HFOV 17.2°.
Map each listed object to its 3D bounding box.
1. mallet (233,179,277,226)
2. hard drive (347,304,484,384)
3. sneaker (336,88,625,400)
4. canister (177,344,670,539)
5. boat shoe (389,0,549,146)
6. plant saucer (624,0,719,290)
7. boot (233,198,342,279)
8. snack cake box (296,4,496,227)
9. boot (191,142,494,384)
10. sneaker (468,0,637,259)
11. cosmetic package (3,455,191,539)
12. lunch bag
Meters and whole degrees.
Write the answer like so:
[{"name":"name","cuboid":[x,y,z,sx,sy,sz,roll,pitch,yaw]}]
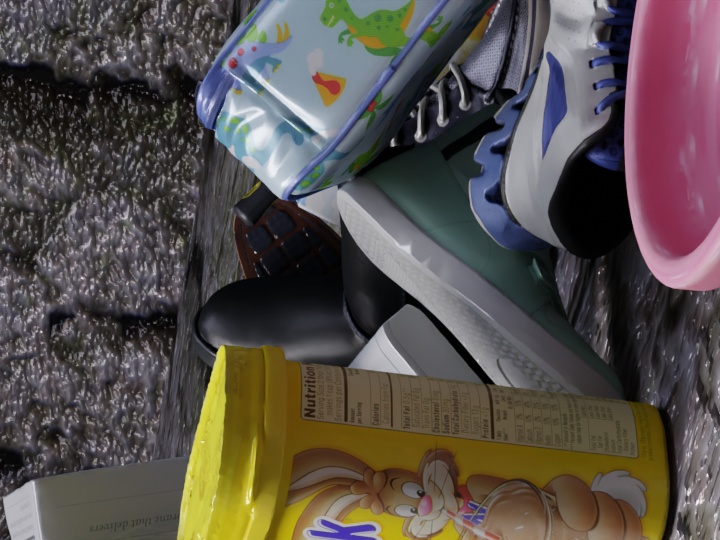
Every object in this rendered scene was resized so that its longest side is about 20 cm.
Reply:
[{"name":"mallet","cuboid":[0.005,-0.102,1.302,0.200,0.041,0.066,-50,14,-10]},{"name":"hard drive","cuboid":[0.041,0.098,1.270,0.027,0.132,0.200,-40,-5,-18]},{"name":"sneaker","cuboid":[0.089,-0.011,1.165,0.200,0.118,0.074,45,164,34]},{"name":"canister","cuboid":[0.025,0.107,1.073,0.149,0.199,0.087,108,165,-51]},{"name":"boat shoe","cuboid":[0.053,-0.088,1.373,0.075,0.092,0.201,-102,22,-65]},{"name":"plant saucer","cuboid":[0.152,-0.091,0.910,0.200,0.051,0.202,-172,90,-80]},{"name":"boot","cuboid":[-0.011,0.031,1.492,0.200,0.075,0.097,54,-174,-8]},{"name":"snack cake box","cuboid":[0.029,-0.125,1.467,0.201,0.067,0.115,-63,14,9]},{"name":"boot","cuboid":[-0.001,0.000,1.353,0.073,0.197,0.163,-64,-17,-46]},{"name":"sneaker","cuboid":[0.121,-0.090,1.059,0.115,0.080,0.200,37,114,63]},{"name":"cosmetic package","cuboid":[-0.071,0.199,1.252,0.123,0.198,0.201,150,112,-72]},{"name":"lunch bag","cuboid":[0.014,-0.131,1.156,0.200,0.082,0.161,-51,-7,21]}]
